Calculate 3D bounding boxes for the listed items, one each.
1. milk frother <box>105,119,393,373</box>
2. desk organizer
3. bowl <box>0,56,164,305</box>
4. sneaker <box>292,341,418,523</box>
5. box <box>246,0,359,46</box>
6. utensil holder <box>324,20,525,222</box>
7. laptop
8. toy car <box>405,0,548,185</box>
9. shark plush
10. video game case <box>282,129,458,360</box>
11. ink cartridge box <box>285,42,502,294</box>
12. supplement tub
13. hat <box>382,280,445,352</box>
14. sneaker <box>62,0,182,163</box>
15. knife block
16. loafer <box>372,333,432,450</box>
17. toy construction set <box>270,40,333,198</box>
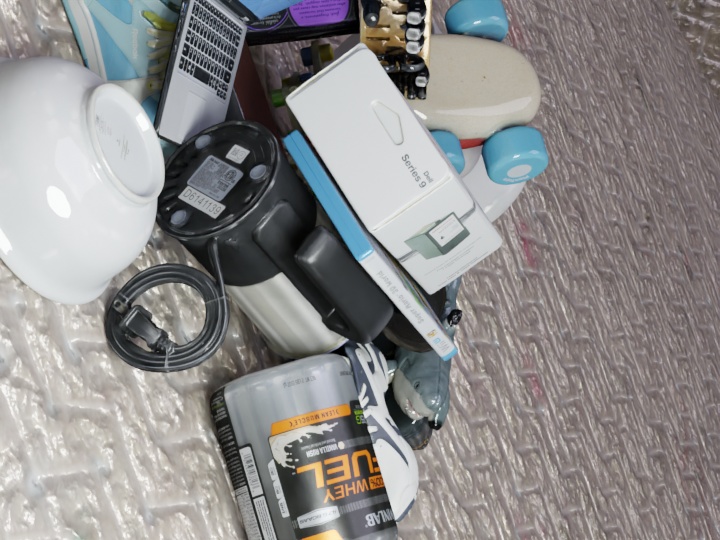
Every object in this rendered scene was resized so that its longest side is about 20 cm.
[{"bbox_3d":[-0.096,0.019,1.505,0.188,0.200,0.181,51,1,-45],"label":"milk frother"},{"bbox_3d":[-0.115,-0.110,1.667,0.077,0.072,0.201,-13,83,-70],"label":"desk organizer"},{"bbox_3d":[-0.211,-0.082,1.397,0.201,0.090,0.202,50,29,-41],"label":"bowl"},{"bbox_3d":[-0.016,0.131,1.677,0.130,0.079,0.200,39,37,-49],"label":"sneaker"},{"bbox_3d":[-0.064,-0.277,1.755,0.200,0.122,0.106,-81,166,-87],"label":"box"},{"bbox_3d":[0.064,-0.154,1.992,0.200,0.170,0.170,48,30,-36],"label":"utensil holder"},{"bbox_3d":[-0.073,-0.186,1.520,0.187,0.116,0.201,18,86,-80],"label":"laptop"},{"bbox_3d":[0.067,-0.142,1.823,0.176,0.200,0.185,-4,65,-24],"label":"toy car"},{"bbox_3d":[0.083,0.069,1.795,0.091,0.083,0.200,36,53,-4],"label":"shark plush"},{"bbox_3d":[0.010,-0.018,1.528,0.143,0.018,0.200,58,5,35],"label":"video game case"},{"bbox_3d":[0.030,-0.082,1.537,0.146,0.084,0.200,57,5,22],"label":"ink cartridge box"},{"bbox_3d":[-0.042,0.179,1.519,0.122,0.122,0.201,0,71,-66],"label":"supplement tub"},{"bbox_3d":[0.000,0.000,1.725,0.201,0.081,0.201,46,31,-38],"label":"hat"},{"bbox_3d":[-0.165,-0.193,1.533,0.080,0.130,0.200,-34,101,-57],"label":"sneaker"},{"bbox_3d":[0.032,-0.234,1.641,0.176,0.064,0.201,94,-2,-66],"label":"knife block"},{"bbox_3d":[0.045,0.089,1.877,0.072,0.073,0.201,53,36,-53],"label":"loafer"},{"bbox_3d":[-0.050,-0.124,1.797,0.200,0.092,0.131,-67,147,-53],"label":"toy construction set"}]
